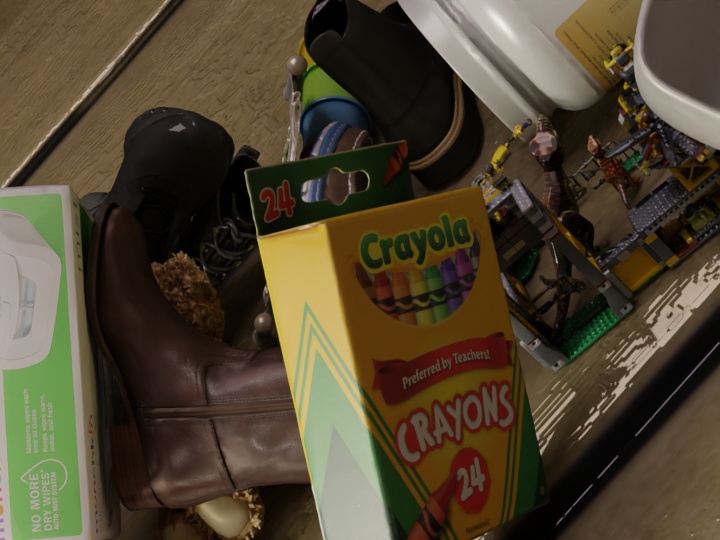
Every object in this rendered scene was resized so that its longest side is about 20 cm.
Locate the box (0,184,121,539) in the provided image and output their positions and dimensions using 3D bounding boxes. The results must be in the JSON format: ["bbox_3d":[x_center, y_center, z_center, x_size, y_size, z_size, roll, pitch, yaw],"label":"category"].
[{"bbox_3d":[-0.202,0.063,1.019,0.177,0.096,0.202,110,156,-81],"label":"box"}]

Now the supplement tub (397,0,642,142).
[{"bbox_3d":[0.134,-0.190,1.050,0.200,0.144,0.145,-42,32,10],"label":"supplement tub"}]

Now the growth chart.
[{"bbox_3d":[-0.053,-0.045,1.148,0.145,0.018,0.202,115,162,-77],"label":"growth chart"}]

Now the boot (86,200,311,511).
[{"bbox_3d":[-0.049,0.039,0.981,0.199,0.188,0.064,-9,1,12],"label":"boot"}]

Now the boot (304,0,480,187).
[{"bbox_3d":[0.013,-0.163,1.178,0.077,0.138,0.200,-40,32,15],"label":"boot"}]

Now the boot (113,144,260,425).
[{"bbox_3d":[-0.127,0.020,1.183,0.174,0.069,0.201,-47,26,35],"label":"boot"}]

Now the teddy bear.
[{"bbox_3d":[-0.103,0.090,1.079,0.201,0.066,0.146,62,142,38],"label":"teddy bear"}]

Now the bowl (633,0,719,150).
[{"bbox_3d":[0.242,-0.121,0.845,0.199,0.075,0.201,22,66,12],"label":"bowl"}]

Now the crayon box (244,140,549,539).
[{"bbox_3d":[0.020,0.036,0.849,0.051,0.201,0.127,-11,3,42],"label":"crayon box"}]

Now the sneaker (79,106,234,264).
[{"bbox_3d":[-0.145,-0.030,1.149,0.200,0.076,0.091,-47,28,44],"label":"sneaker"}]

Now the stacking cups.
[{"bbox_3d":[-0.023,-0.091,1.221,0.060,0.060,0.201,-28,38,30],"label":"stacking cups"}]

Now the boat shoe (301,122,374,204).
[{"bbox_3d":[0.000,0.000,1.073,0.072,0.072,0.201,0,66,13],"label":"boat shoe"}]

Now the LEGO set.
[{"bbox_3d":[0.112,-0.053,0.956,0.200,0.116,0.154,-36,34,20],"label":"LEGO set"}]
